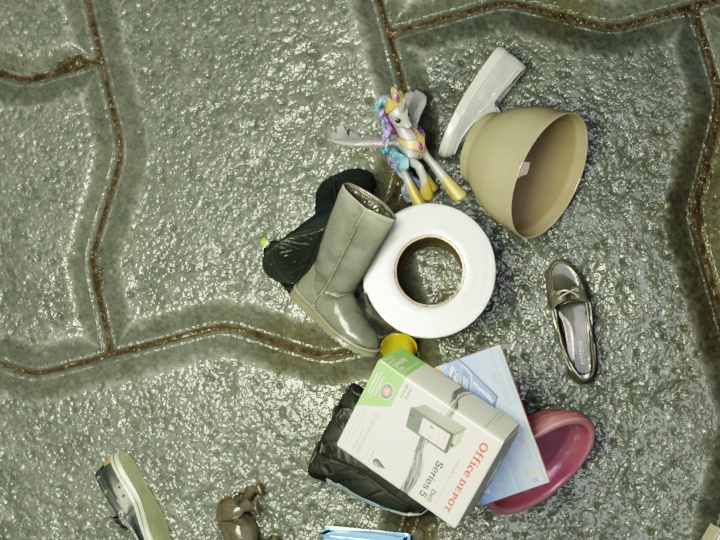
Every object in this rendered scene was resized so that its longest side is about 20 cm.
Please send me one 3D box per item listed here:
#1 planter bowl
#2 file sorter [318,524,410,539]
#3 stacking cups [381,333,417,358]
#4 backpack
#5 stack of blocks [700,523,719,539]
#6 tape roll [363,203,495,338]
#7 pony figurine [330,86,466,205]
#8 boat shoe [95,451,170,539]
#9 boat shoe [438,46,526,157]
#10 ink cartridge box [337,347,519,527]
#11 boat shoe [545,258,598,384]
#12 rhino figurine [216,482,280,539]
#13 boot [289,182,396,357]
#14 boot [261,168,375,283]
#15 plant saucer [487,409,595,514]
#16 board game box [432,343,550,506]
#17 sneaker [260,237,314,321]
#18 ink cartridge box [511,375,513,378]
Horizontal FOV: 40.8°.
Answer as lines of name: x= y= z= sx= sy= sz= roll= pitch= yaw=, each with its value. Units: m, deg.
planter bowl: x=0.240 y=-0.168 z=1.493 sx=0.134 sy=0.200 sz=0.201 roll=30 pitch=89 yaw=35
file sorter: x=-0.002 y=0.496 z=1.460 sx=0.137 sy=0.123 sz=0.202 roll=3 pitch=79 yaw=7
stacking cups: x=0.061 y=0.183 z=1.471 sx=0.060 sy=0.201 sz=0.061 roll=0 pitch=128 yaw=0
backpack: x=0.047 y=0.292 z=1.496 sx=0.199 sy=0.154 sz=0.164 roll=22 pitch=83 yaw=29
stack of blocks: x=0.578 y=0.429 z=1.459 sx=0.115 sy=0.059 sz=0.201 roll=32 pitch=89 yaw=8
tape roll: x=0.109 y=0.006 z=1.504 sx=0.201 sy=0.139 sz=0.205 roll=-1 pitch=86 yaw=7
pony figurine: x=0.067 y=-0.198 z=1.511 sx=0.166 sy=0.193 sz=0.201 roll=-34 pitch=110 yaw=-12
boat shoe: x=-0.364 y=0.391 z=1.557 sx=0.062 sy=0.075 sz=0.201 roll=-32 pitch=78 yaw=8
boat shoe: x=0.197 y=-0.260 z=1.558 sx=0.068 sy=0.072 sz=0.201 roll=32 pitch=80 yaw=7
ink cartridge box: x=0.091 y=0.223 z=1.309 sx=0.199 sy=0.084 sz=0.146 roll=32 pitch=109 yaw=18
boat shoe: x=0.335 y=0.078 z=1.515 sx=0.066 sy=0.057 sz=0.202 roll=-11 pitch=84 yaw=5
rhino figurine: x=-0.173 y=0.445 z=1.536 sx=0.087 sy=0.060 sz=0.202 roll=-18 pitch=85 yaw=18
boot: x=0.000 y=0.001 z=1.408 sx=0.181 sy=0.073 sz=0.201 roll=38 pitch=109 yaw=11
boot: x=-0.060 y=-0.073 z=1.523 sx=0.199 sy=0.168 sz=0.077 roll=-29 pitch=115 yaw=12
plant saucer: x=0.260 y=0.280 z=1.454 sx=0.200 sy=0.201 sz=0.051 roll=-39 pitch=51 yaw=1
board game box: x=0.180 y=0.213 z=1.341 sx=0.102 sy=0.019 sz=0.202 roll=-20 pitch=88 yaw=4
sneaker: x=-0.089 y=0.024 z=1.551 sx=0.200 sy=0.083 sz=0.072 roll=41 pitch=91 yaw=8
ink cartridge box: x=0.153 y=0.190 z=1.452 sx=0.143 sy=0.200 sz=0.085 roll=1 pitch=86 yaw=6
